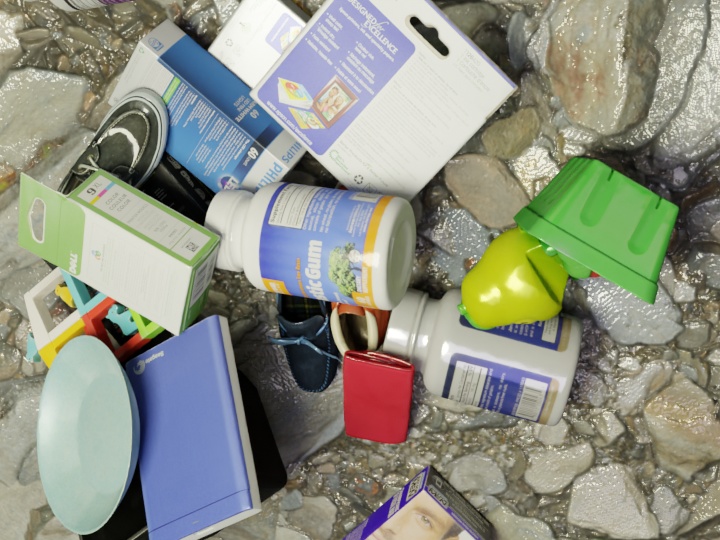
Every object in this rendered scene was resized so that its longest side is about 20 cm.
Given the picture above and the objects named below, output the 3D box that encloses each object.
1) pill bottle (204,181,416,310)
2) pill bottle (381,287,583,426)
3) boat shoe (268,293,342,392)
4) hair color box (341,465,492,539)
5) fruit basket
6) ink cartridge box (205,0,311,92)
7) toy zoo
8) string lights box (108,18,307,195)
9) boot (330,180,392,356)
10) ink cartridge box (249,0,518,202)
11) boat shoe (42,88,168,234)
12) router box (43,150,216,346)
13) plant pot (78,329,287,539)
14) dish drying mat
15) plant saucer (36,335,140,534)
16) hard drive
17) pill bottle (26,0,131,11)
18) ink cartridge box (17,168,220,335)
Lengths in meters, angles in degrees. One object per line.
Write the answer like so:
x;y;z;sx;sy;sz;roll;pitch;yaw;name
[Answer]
-0.052;-0.029;1.112;0.198;0.112;0.113;8;111;18;pill bottle
0.128;0.084;1.184;0.198;0.120;0.121;15;112;6;pill bottle
-0.072;0.049;1.239;0.083;0.069;0.202;-7;108;14;boat shoe
0.049;0.340;1.322;0.109;0.065;0.200;43;110;-5;hair color box
0.200;-0.008;1.091;0.155;0.216;0.217;29;113;0;fruit basket
-0.057;-0.203;1.163;0.200;0.039;0.100;41;112;-3;ink cartridge box
-0.295;0.046;1.213;0.199;0.020;0.132;-36;73;21;toy zoo
-0.160;-0.156;1.172;0.200;0.059;0.103;40;135;-5;string lights box
0.000;0.000;1.188;0.074;0.107;0.202;-2;108;14;boot
0.023;-0.182;1.110;0.198;0.047;0.200;44;111;-3;ink cartridge box
-0.265;-0.097;1.156;0.072;0.071;0.201;34;115;-4;boat shoe
-0.246;-0.034;1.248;0.200;0.062;0.150;-39;96;21;router box
-0.200;0.204;1.240;0.199;0.177;0.201;-36;57;20;plant pot
0.019;0.142;1.218;0.076;0.018;0.201;12;149;7;dish drying mat
-0.275;0.169;1.152;0.200;0.038;0.204;-6;83;48;plant saucer
-0.171;0.162;1.105;0.131;0.025;0.202;-28;61;26;hard drive
-0.256;-0.327;1.119;0.198;0.113;0.114;-6;108;14;pill bottle
-0.244;-0.030;1.112;0.199;0.059;0.104;28;136;8;ink cartridge box
